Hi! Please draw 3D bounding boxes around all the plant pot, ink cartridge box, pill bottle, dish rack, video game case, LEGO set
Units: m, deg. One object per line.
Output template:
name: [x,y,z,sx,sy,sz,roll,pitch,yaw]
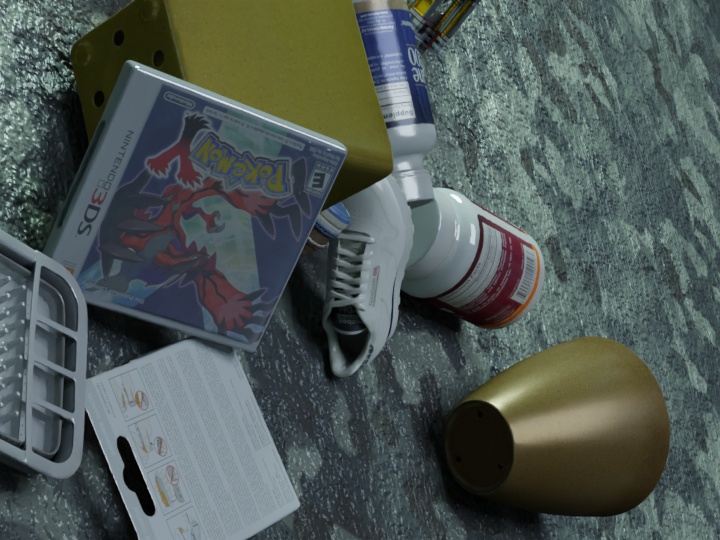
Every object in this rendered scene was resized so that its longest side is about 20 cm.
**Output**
plant pot: [-0.125,-0.142,1.493,0.199,0.195,0.196,7,62,-50]
ink cartridge box: [-0.141,0.141,1.390,0.199,0.057,0.164,-21,88,-55]
pill bottle: [0.010,-0.155,1.694,0.111,0.110,0.202,-6,82,-61]
dish rack: [-0.269,0.044,1.232,0.200,0.043,0.173,36,40,-44]
pill bottle: [0.094,-0.017,1.850,0.199,0.113,0.115,26,47,-51]
plant pot: [0.181,0.165,1.818,0.199,0.186,0.188,-2,70,-48]
video game case: [-0.127,-0.043,1.380,0.199,0.184,0.023,18,13,-34]
LEGO set: [0.041,-0.332,2.047,0.154,0.116,0.199,46,12,31]

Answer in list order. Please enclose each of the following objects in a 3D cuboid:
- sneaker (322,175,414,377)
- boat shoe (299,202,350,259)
sneaker: [0.000,0.000,1.642,0.081,0.076,0.202,-48,142,-53]
boat shoe: [-0.080,-0.083,1.627,0.072,0.072,0.200,39,12,-38]
